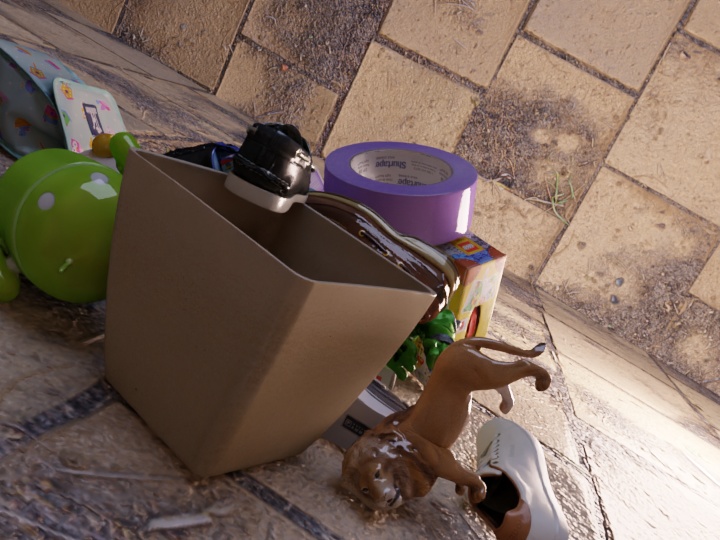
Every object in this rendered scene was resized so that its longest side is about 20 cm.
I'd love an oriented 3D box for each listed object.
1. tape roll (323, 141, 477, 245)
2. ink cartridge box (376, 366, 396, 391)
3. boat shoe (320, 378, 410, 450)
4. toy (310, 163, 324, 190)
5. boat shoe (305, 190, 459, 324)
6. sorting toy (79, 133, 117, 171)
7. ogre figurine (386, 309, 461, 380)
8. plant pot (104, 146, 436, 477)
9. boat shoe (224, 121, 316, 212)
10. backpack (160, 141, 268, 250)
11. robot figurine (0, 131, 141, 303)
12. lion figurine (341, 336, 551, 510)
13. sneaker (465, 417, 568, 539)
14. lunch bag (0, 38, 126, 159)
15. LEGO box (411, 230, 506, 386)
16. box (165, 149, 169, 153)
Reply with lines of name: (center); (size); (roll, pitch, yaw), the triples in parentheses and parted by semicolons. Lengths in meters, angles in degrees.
tape roll: (0.049, -0.104, 0.904); (0.194, 0.067, 0.201); (3, 27, -2)
ink cartridge box: (-0.047, 0.085, 0.864); (0.195, 0.051, 0.162); (18, 12, 4)
boat shoe: (-0.009, 0.125, 0.684); (0.197, 0.073, 0.068); (33, 14, 2)
toy: (-0.035, -0.034, 0.961); (0.115, 0.046, 0.203); (-48, 116, -44)
boat shoe: (0.000, -0.014, 0.698); (0.197, 0.073, 0.068); (28, 48, 12)
sorting toy: (-0.260, -0.044, 0.789); (0.196, 0.108, 0.182); (24, 33, -24)
ogre figurine: (0.026, 0.057, 0.751); (0.196, 0.101, 0.119); (-10, 6, 33)
plant pot: (-0.090, 0.042, 0.570); (0.198, 0.180, 0.198); (34, 14, 29)
boat shoe: (-0.069, -0.097, 0.617); (0.074, 0.061, 0.200); (25, 12, -11)
backpack: (-0.135, -0.049, 0.791); (0.131, 0.188, 0.200); (-11, 3, 15)
robot figurine: (-0.255, -0.042, 0.625); (0.198, 0.174, 0.118); (23, -41, 49)
lion figurine: (0.073, 0.123, 0.613); (0.121, 0.203, 0.072); (32, -9, -10)
sneaker: (0.142, 0.203, 0.717); (0.083, 0.074, 0.201); (28, 14, -14)
lunch bag: (-0.426, -0.216, 0.976); (0.199, 0.123, 0.170); (39, 11, 4)
LEGO box: (0.099, 0.039, 0.945); (0.076, 0.205, 0.148); (-17, 39, -34)
box: (-0.267, -0.117, 1.074); (0.069, 0.065, 0.200); (21, 15, -28)
